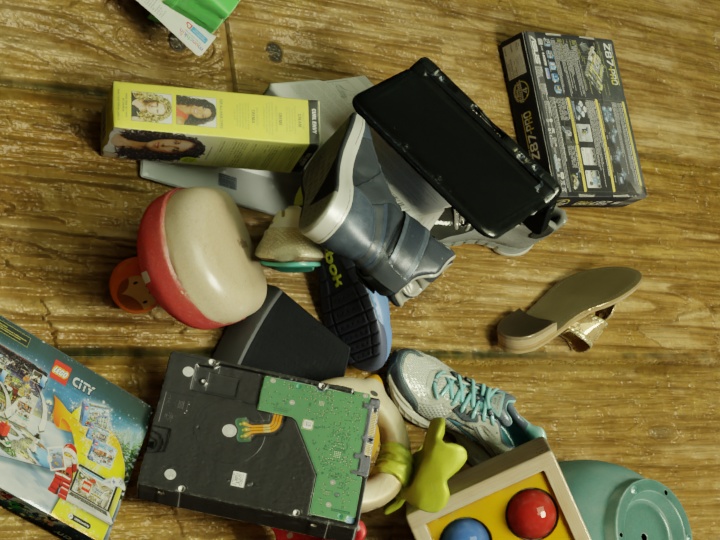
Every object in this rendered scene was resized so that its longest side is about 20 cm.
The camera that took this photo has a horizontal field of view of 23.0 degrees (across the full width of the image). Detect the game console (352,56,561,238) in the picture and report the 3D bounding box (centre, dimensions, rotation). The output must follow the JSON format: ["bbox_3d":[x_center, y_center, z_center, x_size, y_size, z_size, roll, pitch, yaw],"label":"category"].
[{"bbox_3d":[0.092,-0.104,1.782,0.116,0.176,0.200,-41,77,-14],"label":"game console"}]

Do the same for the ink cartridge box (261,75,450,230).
[{"bbox_3d":[0.009,-0.115,1.799,0.200,0.044,0.173,47,29,18],"label":"ink cartridge box"}]

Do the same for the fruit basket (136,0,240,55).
[{"bbox_3d":[-0.193,-0.328,1.742,0.199,0.094,0.186,35,53,-7],"label":"fruit basket"}]

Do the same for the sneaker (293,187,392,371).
[{"bbox_3d":[0.000,0.000,1.786,0.082,0.074,0.202,-11,86,-49],"label":"sneaker"}]

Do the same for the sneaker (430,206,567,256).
[{"bbox_3d":[0.142,-0.069,1.901,0.199,0.115,0.076,6,71,-39],"label":"sneaker"}]

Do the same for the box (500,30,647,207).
[{"bbox_3d":[0.250,-0.176,2.076,0.160,0.049,0.202,-3,77,-39],"label":"box"}]

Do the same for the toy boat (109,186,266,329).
[{"bbox_3d":[-0.168,-0.001,1.615,0.200,0.130,0.132,-18,85,-85],"label":"toy boat"}]

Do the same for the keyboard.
[{"bbox_3d":[-0.132,-0.095,1.750,0.199,0.011,0.057,15,71,-36],"label":"keyboard"}]

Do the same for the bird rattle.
[{"bbox_3d":[-0.012,0.183,1.664,0.198,0.113,0.164,-17,74,-24],"label":"bird rattle"}]

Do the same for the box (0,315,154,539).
[{"bbox_3d":[-0.284,0.134,1.521,0.199,0.038,0.138,35,55,-26],"label":"box"}]

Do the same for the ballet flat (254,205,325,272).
[{"bbox_3d":[-0.067,-0.031,1.678,0.067,0.200,0.063,0,89,-4],"label":"ballet flat"}]

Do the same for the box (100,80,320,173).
[{"bbox_3d":[-0.141,-0.133,1.669,0.198,0.075,0.051,3,71,-16],"label":"box"}]

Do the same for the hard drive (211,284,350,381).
[{"bbox_3d":[-0.085,0.120,1.691,0.135,0.042,0.201,40,53,-23],"label":"hard drive"}]

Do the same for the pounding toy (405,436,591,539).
[{"bbox_3d":[0.166,0.286,1.723,0.142,0.183,0.202,-51,116,-86],"label":"pounding toy"}]

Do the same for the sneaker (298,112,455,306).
[{"bbox_3d":[0.018,-0.053,1.653,0.146,0.077,0.203,35,30,-17],"label":"sneaker"}]

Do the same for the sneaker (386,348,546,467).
[{"bbox_3d":[0.114,0.135,1.826,0.199,0.086,0.078,36,54,-26],"label":"sneaker"}]

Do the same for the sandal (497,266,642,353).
[{"bbox_3d":[0.232,0.063,1.981,0.211,0.077,0.070,-25,123,-36],"label":"sandal"}]

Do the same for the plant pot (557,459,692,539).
[{"bbox_3d":[0.264,0.290,1.868,0.199,0.134,0.202,14,67,-36],"label":"plant pot"}]

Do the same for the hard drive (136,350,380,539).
[{"bbox_3d":[-0.089,0.157,1.586,0.198,0.038,0.141,11,57,-1],"label":"hard drive"}]
